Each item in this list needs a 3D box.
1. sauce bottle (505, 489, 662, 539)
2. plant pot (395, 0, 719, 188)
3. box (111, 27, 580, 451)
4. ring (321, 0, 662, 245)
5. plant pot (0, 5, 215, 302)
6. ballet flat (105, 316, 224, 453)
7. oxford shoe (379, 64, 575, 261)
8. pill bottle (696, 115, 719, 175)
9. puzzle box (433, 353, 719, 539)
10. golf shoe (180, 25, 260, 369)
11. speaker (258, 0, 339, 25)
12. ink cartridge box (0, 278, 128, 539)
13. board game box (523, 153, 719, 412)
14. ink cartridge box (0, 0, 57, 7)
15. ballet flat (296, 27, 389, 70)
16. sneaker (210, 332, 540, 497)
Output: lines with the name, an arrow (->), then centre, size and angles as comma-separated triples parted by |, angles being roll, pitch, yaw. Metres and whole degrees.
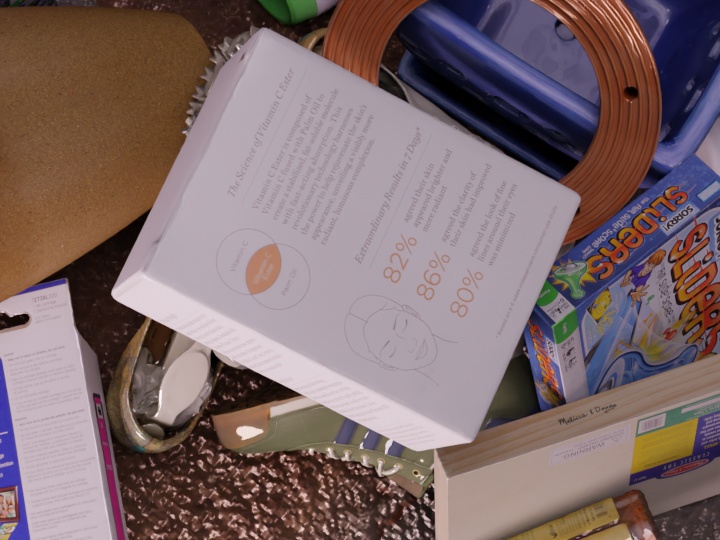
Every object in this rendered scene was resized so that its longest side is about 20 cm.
sauce bottle -> 0.087, 0.194, 1.376 | 0.200, 0.066, 0.066 | -21, 80, 5
plant pot -> 0.141, -0.165, 1.416 | 0.200, 0.180, 0.200 | 31, 76, 3
box -> -0.009, -0.013, 1.249 | 0.200, 0.106, 0.152 | 28, 77, -10
ring -> 0.074, -0.102, 1.308 | 0.200, 0.201, 0.019 | 29, 33, 2
plant pot -> -0.189, -0.084, 1.384 | 0.200, 0.186, 0.187 | -21, 80, -27
ballet flat -> -0.095, 0.020, 1.388 | 0.071, 0.071, 0.200 | 24, 91, 0
oxford shoe -> 0.046, -0.064, 1.385 | 0.200, 0.058, 0.075 | 35, 66, -7
pill bottle -> 0.307, -0.051, 1.442 | 0.200, 0.111, 0.111 | -4, 78, -7
puzzle box -> 0.141, 0.118, 1.379 | 0.200, 0.133, 0.025 | -17, 56, -10
golf shoe -> -0.049, -0.041, 1.355 | 0.097, 0.078, 0.200 | 5, 81, -45
speaker -> 0.012, -0.244, 1.471 | 0.200, 0.088, 0.088 | -38, 83, -12
ink cartridge box -> -0.198, 0.112, 1.383 | 0.095, 0.037, 0.200 | -13, 81, 12
board game box -> 0.163, 0.033, 1.366 | 0.135, 0.200, 0.034 | -38, 60, -12
ink cartridge box -> -0.237, -0.214, 1.381 | 0.050, 0.200, 0.109 | -41, 84, -13
ballet flat -> 0.030, -0.076, 1.445 | 0.200, 0.063, 0.069 | 41, 71, 4
sneaker -> 0.016, 0.100, 1.402 | 0.200, 0.067, 0.090 | -16, 97, 1
